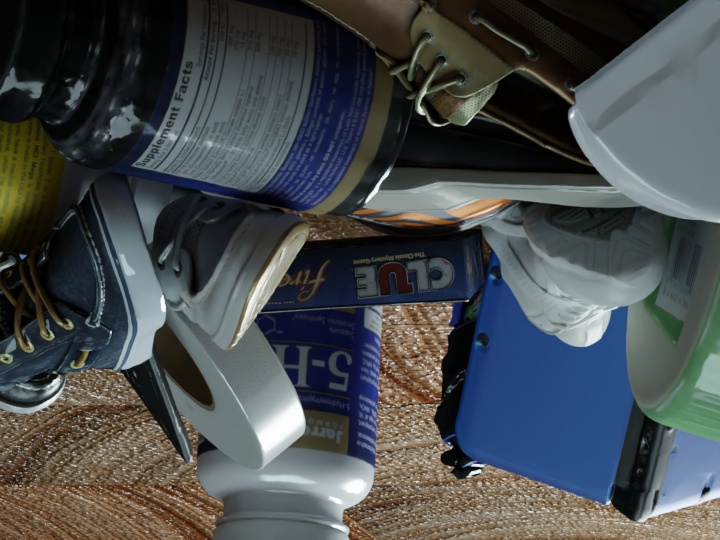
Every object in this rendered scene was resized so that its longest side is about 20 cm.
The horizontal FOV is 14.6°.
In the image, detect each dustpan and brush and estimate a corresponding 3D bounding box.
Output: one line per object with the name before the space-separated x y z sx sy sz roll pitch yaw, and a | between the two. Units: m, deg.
dustpan and brush | 0.185 -0.052 1.313 0.200 0.139 0.057 55 173 -26

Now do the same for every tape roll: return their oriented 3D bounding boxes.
tape roll | -0.109 0.033 1.688 0.037 0.203 0.203 -39 172 -14

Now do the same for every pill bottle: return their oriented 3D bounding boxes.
pill bottle | -0.083 -0.096 1.320 0.199 0.113 0.112 12 163 -28
pill bottle | -0.048 0.101 1.861 0.119 0.201 0.120 2 165 1
pill bottle | -0.199 -0.068 1.442 0.199 0.113 0.112 8 164 -17

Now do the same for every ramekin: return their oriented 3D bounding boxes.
ramekin | 0.212 0.000 1.471 0.097 0.201 0.200 13 163 -9

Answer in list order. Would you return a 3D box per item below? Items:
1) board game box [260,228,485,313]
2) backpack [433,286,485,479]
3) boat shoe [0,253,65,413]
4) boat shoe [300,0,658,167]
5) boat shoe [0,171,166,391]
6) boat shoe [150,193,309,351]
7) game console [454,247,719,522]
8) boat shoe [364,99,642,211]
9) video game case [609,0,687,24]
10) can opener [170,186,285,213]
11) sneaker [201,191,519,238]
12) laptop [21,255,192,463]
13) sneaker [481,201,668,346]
board game box | 0.000 0.000 1.600 0.135 0.035 0.200 -4 -178 6
backpack | 0.162 0.066 1.816 0.182 0.135 0.200 9 164 -21
boat shoe | -0.228 -0.011 1.550 0.076 0.200 0.060 -40 177 -34
boat shoe | 0.051 -0.105 1.290 0.199 0.074 0.076 20 156 -12
boat shoe | -0.150 0.014 1.398 0.090 0.071 0.200 -15 163 -11
boat shoe | -0.075 -0.005 1.404 0.069 0.071 0.200 37 169 -3
game console | 0.170 0.034 1.674 0.170 0.201 0.118 -11 -146 -37
boat shoe | 0.078 -0.062 1.376 0.199 0.061 0.074 0 171 26
video game case | 0.119 -0.095 1.379 0.199 0.018 0.143 -15 140 44
can opener | -0.116 -0.065 1.581 0.199 0.053 0.066 18 -167 -39
sneaker | -0.005 -0.060 1.468 0.199 0.078 0.112 0 177 4
laptop | -0.202 0.019 1.643 0.103 0.200 0.178 -29 137 -12
sneaker | 0.124 -0.002 1.529 0.078 0.100 0.200 -21 -163 -9
